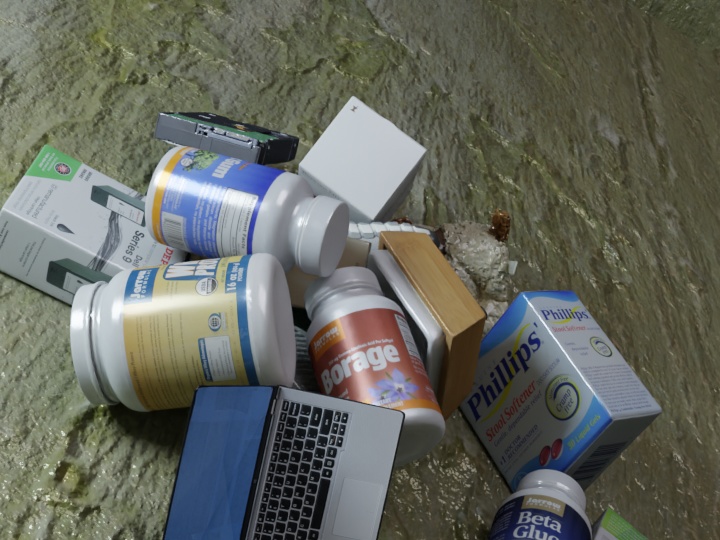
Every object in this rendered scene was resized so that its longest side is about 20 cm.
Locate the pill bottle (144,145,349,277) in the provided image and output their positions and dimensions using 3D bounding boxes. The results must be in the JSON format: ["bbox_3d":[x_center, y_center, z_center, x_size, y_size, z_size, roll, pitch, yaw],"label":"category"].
[{"bbox_3d":[-0.117,-0.058,1.252,0.199,0.112,0.112,15,29,16],"label":"pill bottle"}]

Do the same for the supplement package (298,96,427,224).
[{"bbox_3d":[-0.005,-0.119,1.553,0.121,0.200,0.120,37,77,4],"label":"supplement package"}]

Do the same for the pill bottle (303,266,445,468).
[{"bbox_3d":[0.007,0.100,1.234,0.112,0.112,0.200,6,49,-36],"label":"pill bottle"}]

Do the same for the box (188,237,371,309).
[{"bbox_3d":[-0.093,-0.009,1.364,0.199,0.095,0.078,11,1,2],"label":"box"}]

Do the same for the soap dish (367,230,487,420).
[{"bbox_3d":[0.072,0.064,1.343,0.081,0.200,0.158,-24,58,-17],"label":"soap dish"}]

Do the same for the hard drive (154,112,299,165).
[{"bbox_3d":[-0.171,-0.173,1.542,0.139,0.038,0.200,16,9,7],"label":"hard drive"}]

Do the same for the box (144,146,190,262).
[{"bbox_3d":[-0.177,-0.060,1.484,0.200,0.051,0.158,26,34,-11],"label":"box"}]

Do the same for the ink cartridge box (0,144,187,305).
[{"bbox_3d":[-0.296,-0.033,1.313,0.200,0.084,0.146,27,34,-12],"label":"ink cartridge box"}]

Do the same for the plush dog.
[{"bbox_3d":[0.111,-0.013,1.614,0.171,0.161,0.200,-1,42,-9],"label":"plush dog"}]

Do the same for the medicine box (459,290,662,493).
[{"bbox_3d":[0.232,0.157,1.442,0.103,0.182,0.200,0,46,-42],"label":"medicine box"}]

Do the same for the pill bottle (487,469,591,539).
[{"bbox_3d":[0.191,0.308,1.279,0.111,0.111,0.200,34,32,-1],"label":"pill bottle"}]

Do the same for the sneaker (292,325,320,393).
[{"bbox_3d":[-0.046,0.152,1.291,0.200,0.079,0.078,48,39,6],"label":"sneaker"}]

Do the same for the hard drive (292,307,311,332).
[{"bbox_3d":[-0.021,0.114,1.410,0.200,0.038,0.140,47,35,17],"label":"hard drive"}]

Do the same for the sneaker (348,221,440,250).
[{"bbox_3d":[0.000,0.000,1.451,0.199,0.075,0.116,4,75,-12],"label":"sneaker"}]

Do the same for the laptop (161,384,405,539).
[{"bbox_3d":[-0.069,0.208,1.075,0.199,0.188,0.116,12,2,-5],"label":"laptop"}]

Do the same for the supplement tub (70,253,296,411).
[{"bbox_3d":[-0.173,0.064,1.175,0.199,0.145,0.145,-7,37,5],"label":"supplement tub"}]

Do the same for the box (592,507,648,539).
[{"bbox_3d":[0.312,0.381,1.363,0.144,0.036,0.200,39,34,7],"label":"box"}]
